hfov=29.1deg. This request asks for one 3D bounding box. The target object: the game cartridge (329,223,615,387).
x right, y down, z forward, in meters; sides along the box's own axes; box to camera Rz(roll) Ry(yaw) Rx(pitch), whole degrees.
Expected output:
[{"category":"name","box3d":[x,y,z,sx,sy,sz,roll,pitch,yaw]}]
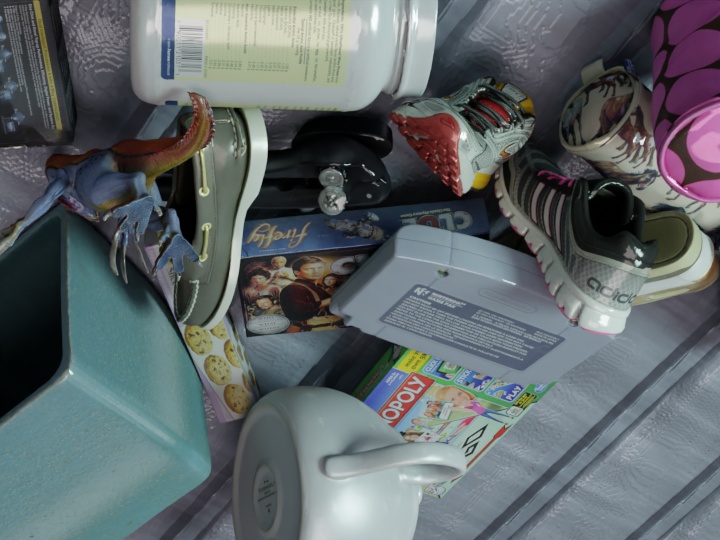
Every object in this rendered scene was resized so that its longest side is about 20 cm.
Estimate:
[{"category":"game cartridge","box3d":[0.092,0.029,1.084,0.199,0.041,0.133,20,149,-20]}]

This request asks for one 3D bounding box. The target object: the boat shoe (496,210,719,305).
[{"category":"boat shoe","box3d":[0.190,0.003,1.121,0.199,0.075,0.068,-5,149,39]}]

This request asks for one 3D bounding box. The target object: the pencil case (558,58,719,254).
[{"category":"pencil case","box3d":[0.247,-0.085,1.090,0.200,0.090,0.078,31,147,-29]}]

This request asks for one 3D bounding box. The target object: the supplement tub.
[{"category":"supplement tub","box3d":[-0.055,-0.183,0.949,0.199,0.145,0.146,1,125,-8]}]

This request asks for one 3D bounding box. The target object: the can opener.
[{"category":"can opener","box3d":[-0.072,-0.073,1.075,0.199,0.079,0.064,-5,119,11]}]

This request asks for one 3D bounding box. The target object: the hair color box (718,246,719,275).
[{"category":"hair color box","box3d":[0.350,0.018,1.130,0.099,0.061,0.200,-21,159,8]}]

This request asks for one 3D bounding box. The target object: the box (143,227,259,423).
[{"category":"box","box3d":[-0.130,0.043,1.167,0.041,0.039,0.201,-14,126,3]}]

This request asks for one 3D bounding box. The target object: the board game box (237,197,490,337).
[{"category":"board game box","box3d":[0.000,0.000,1.123,0.199,0.035,0.136,-6,150,-2]}]

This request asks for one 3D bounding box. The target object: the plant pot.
[{"category":"plant pot","box3d":[-0.230,0.110,1.120,0.196,0.196,0.200,-36,130,18]}]

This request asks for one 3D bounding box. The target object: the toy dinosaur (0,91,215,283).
[{"category":"toy dinosaur","box3d":[-0.174,-0.061,1.007,0.105,0.182,0.200,30,101,-41]}]

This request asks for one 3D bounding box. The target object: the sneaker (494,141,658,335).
[{"category":"sneaker","box3d":[0.166,-0.044,1.041,0.073,0.200,0.088,17,122,-30]}]

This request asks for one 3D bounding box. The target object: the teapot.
[{"category":"teapot","box3d":[-0.013,0.188,1.166,0.145,0.200,0.198,2,112,-24]}]

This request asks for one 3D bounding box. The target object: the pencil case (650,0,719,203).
[{"category":"pencil case","box3d":[0.252,-0.136,0.985,0.093,0.201,0.091,-29,119,28]}]

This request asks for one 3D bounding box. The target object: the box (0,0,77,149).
[{"category":"box","box3d":[-0.296,-0.178,0.984,0.160,0.049,0.201,-4,127,-2]}]

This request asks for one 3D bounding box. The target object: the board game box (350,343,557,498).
[{"category":"board game box","box3d":[0.063,0.123,1.229,0.134,0.029,0.200,19,133,-20]}]

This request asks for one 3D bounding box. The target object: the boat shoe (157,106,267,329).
[{"category":"boat shoe","box3d":[-0.119,-0.037,1.027,0.060,0.072,0.202,-4,133,-25]}]

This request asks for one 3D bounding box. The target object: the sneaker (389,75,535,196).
[{"category":"sneaker","box3d":[0.080,-0.109,1.009,0.082,0.200,0.078,-43,86,14]}]
